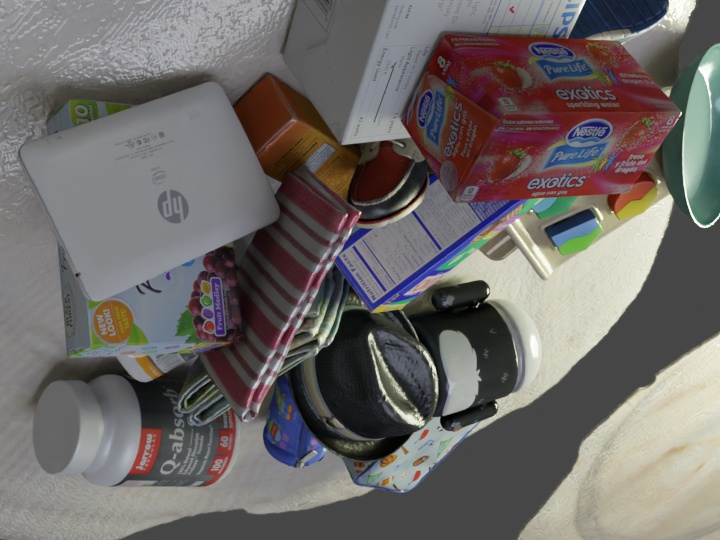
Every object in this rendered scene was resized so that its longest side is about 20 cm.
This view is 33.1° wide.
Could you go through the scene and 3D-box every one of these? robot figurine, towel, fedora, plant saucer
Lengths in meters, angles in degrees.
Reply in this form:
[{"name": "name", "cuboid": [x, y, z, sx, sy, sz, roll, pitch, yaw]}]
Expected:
[{"name": "robot figurine", "cuboid": [0.121, 0.104, 1.464, 0.199, 0.125, 0.151, -14, 149, -23]}, {"name": "towel", "cuboid": [-0.071, 0.018, 1.029, 0.030, 0.146, 0.201, 24, 98, -25]}, {"name": "towel", "cuboid": [-0.094, 0.062, 1.207, 0.171, 0.200, 0.048, -32, 103, 15]}, {"name": "fedora", "cuboid": [0.020, 0.111, 1.300, 0.200, 0.202, 0.091, 2, 177, -39]}, {"name": "plant saucer", "cuboid": [0.373, -0.149, 1.337, 0.200, 0.036, 0.201, -16, 110, -54]}]

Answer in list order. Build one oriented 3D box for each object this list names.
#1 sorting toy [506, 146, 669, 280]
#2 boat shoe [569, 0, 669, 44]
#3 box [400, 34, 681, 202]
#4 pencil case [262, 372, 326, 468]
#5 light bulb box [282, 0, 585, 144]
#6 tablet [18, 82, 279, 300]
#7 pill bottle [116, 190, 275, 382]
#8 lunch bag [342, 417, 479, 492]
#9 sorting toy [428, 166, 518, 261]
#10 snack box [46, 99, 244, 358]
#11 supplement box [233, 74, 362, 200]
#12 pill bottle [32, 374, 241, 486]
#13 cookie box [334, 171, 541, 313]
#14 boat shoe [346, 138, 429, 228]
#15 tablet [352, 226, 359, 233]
[{"name": "sorting toy", "cuboid": [0.252, -0.086, 1.319, 0.200, 0.037, 0.185, -37, 141, 6]}, {"name": "boat shoe", "cuboid": [0.207, -0.230, 1.166, 0.199, 0.072, 0.072, -23, 167, -23]}, {"name": "box", "cuboid": [0.148, -0.126, 0.995, 0.199, 0.100, 0.096, -5, 139, -33]}, {"name": "pencil case", "cuboid": [-0.065, 0.155, 1.403, 0.078, 0.087, 0.200, -3, 142, -15]}, {"name": "light bulb box", "cuboid": [0.066, -0.224, 1.008, 0.199, 0.125, 0.199, -9, 140, -30]}, {"name": "tablet", "cuboid": [-0.162, -0.068, 0.971, 0.200, 0.131, 0.014, -27, -177, -39]}, {"name": "pill bottle", "cuboid": [-0.149, 0.011, 1.147, 0.199, 0.117, 0.117, -30, 146, -3]}, {"name": "lunch bag", "cuboid": [0.071, 0.211, 1.602, 0.200, 0.076, 0.160, -46, 145, 19]}, {"name": "sorting toy", "cuboid": [0.166, -0.112, 1.309, 0.185, 0.037, 0.200, -39, 140, 11]}, {"name": "snack box", "cuboid": [-0.177, -0.033, 1.002, 0.142, 0.201, 0.053, 0, 167, -36]}, {"name": "supplement box", "cuboid": [-0.035, -0.104, 1.133, 0.069, 0.067, 0.200, -43, 143, 17]}, {"name": "pill bottle", "cuboid": [-0.234, 0.170, 1.279, 0.199, 0.116, 0.116, 9, 129, -44]}, {"name": "cookie box", "cuboid": [0.082, -0.046, 1.180, 0.200, 0.075, 0.171, -37, 174, 9]}, {"name": "boat shoe", "cuboid": [0.035, -0.116, 1.092, 0.200, 0.071, 0.063, -61, 146, -41]}, {"name": "tablet", "cuboid": [0.000, 0.000, 1.336, 0.130, 0.014, 0.201, -9, 139, -28]}]
